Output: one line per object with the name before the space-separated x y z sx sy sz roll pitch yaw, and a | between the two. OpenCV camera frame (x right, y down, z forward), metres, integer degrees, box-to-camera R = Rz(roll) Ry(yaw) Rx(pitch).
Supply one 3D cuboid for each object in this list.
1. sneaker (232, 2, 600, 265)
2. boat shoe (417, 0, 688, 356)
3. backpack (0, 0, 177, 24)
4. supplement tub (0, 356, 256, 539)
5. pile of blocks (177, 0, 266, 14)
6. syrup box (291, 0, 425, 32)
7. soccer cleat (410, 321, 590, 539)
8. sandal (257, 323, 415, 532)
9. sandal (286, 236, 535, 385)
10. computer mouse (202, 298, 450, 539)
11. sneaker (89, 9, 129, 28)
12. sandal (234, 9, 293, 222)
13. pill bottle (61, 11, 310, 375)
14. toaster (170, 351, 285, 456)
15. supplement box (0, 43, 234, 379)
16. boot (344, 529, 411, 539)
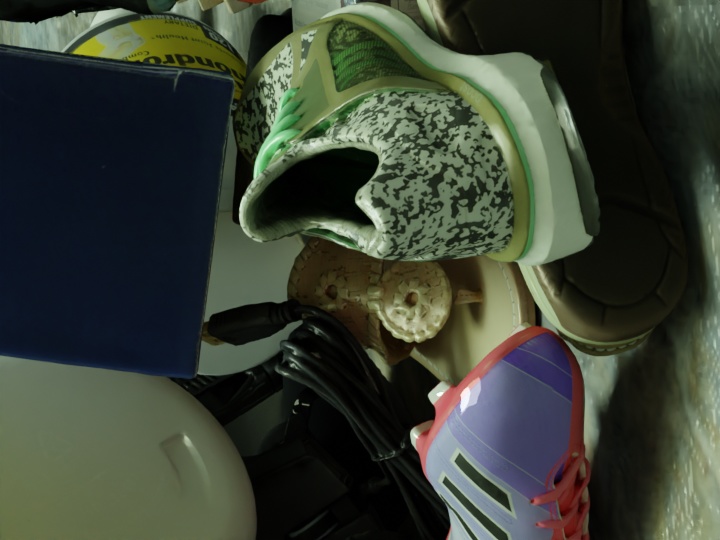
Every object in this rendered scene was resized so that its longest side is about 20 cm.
sneaker | -0.008 -0.039 0.935 0.200 0.088 0.077 14 117 62
boat shoe | 0.056 -0.066 0.983 0.076 0.071 0.201 108 152 -76
backpack | -0.088 -0.189 1.128 0.200 0.149 0.179 -78 -15 -80
supplement tub | -0.137 0.144 1.185 0.201 0.144 0.146 -63 36 41
pile of blocks | -0.055 -0.187 1.256 0.062 0.082 0.201 -115 26 -45
syrup box | 0.021 -0.119 1.046 0.079 0.081 0.202 -151 55 -67
soccer cleat | 0.060 0.092 1.020 0.076 0.067 0.201 45 153 24
sandal | -0.016 0.099 1.258 0.076 0.043 0.201 41 148 27
sandal | 0.000 0.006 1.171 0.212 0.069 0.078 -142 48 -66
computer mouse | -0.041 0.085 1.195 0.141 0.046 0.200 55 146 -11
sneaker | -0.095 -0.040 1.486 0.084 0.072 0.201 20 119 51
sandal | -0.020 -0.070 1.176 0.200 0.043 0.077 -72 -12 -72
pill bottle | -0.082 -0.035 1.328 0.200 0.111 0.113 -120 29 -59
toaster | -0.128 0.085 1.372 0.200 0.180 0.119 31 140 45
supplement box | -0.110 -0.027 1.093 0.200 0.108 0.110 -155 73 -84
boot | -0.060 0.189 1.100 0.076 0.200 0.169 44 118 20
